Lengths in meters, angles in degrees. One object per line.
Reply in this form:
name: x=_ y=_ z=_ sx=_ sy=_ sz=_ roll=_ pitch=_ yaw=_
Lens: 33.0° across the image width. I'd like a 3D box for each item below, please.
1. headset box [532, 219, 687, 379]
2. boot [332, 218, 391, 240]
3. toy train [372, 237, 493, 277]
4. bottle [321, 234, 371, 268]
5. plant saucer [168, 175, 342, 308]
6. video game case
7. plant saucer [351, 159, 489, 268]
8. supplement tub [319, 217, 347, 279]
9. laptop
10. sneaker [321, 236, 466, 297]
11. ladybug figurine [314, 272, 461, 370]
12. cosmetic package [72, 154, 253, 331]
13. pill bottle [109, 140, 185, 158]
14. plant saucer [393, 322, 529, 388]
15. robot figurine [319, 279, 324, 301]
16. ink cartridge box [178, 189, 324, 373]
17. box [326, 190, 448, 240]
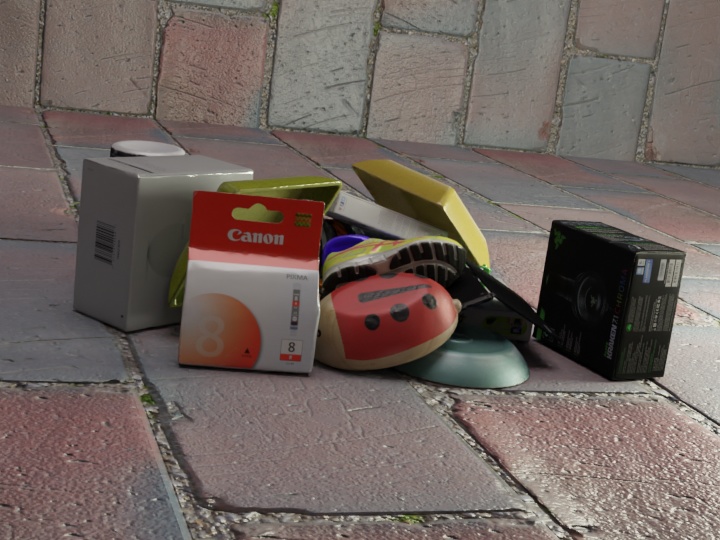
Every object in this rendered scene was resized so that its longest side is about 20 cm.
headset box: x=0.332 y=0.034 z=1.660 sx=0.092 sy=0.176 sz=0.200 roll=1 pitch=15 yaw=-28
boot: x=0.061 y=-0.039 z=2.032 sx=0.167 sy=0.077 sz=0.200 roll=-4 pitch=24 yaw=-29
toy train: x=0.101 y=-0.011 z=1.787 sx=0.198 sy=0.042 sz=0.056 roll=14 pitch=-9 yaw=25
bottle: x=0.000 y=0.000 z=1.745 sx=0.083 sy=0.066 sz=0.200 roll=-2 pitch=-12 yaw=9
plant saucer: x=-0.143 y=-0.049 z=1.547 sx=0.199 sy=0.201 sz=0.048 roll=-10 pitch=52 yaw=-49
video game case: x=0.140 y=0.048 z=1.780 sx=0.179 sy=0.046 sz=0.200 roll=6 pitch=13 yaw=-9
plant saucer: x=0.104 y=-0.090 z=1.850 sx=0.199 sy=0.049 sz=0.200 roll=29 pitch=-15 yaw=40
supplement tub: x=-0.121 y=-0.027 z=1.782 sx=0.199 sy=0.124 sz=0.122 roll=-1 pitch=15 yaw=-35
laptop: x=0.141 y=0.056 z=1.642 sx=0.198 sy=0.104 sz=0.177 roll=-20 pitch=21 yaw=-5
sneaker: x=0.040 y=-0.015 z=1.602 sx=0.198 sy=0.079 sz=0.090 roll=-8 pitch=29 yaw=-8
ladybug figurine: x=0.027 y=0.055 z=1.502 sx=0.198 sy=0.072 sz=0.136 roll=-14 pitch=42 yaw=-5
cosmetic package: x=-0.258 y=-0.042 z=1.596 sx=0.122 sy=0.201 sz=0.199 roll=18 pitch=17 yaw=39
pill bottle: x=-0.305 y=-0.075 z=1.710 sx=0.105 sy=0.202 sz=0.106 roll=7 pitch=15 yaw=-2
plant saucer: x=0.122 y=0.101 z=1.566 sx=0.198 sy=0.036 sz=0.200 roll=6 pitch=13 yaw=-1
robot figurine: x=-0.075 y=0.052 z=1.610 sx=0.144 sy=0.059 sz=0.199 roll=20 pitch=18 yaw=39
ink cartridge box: x=-0.125 y=0.016 z=1.422 sx=0.161 sy=0.202 sz=0.050 roll=5 pitch=15 yaw=-10
box: x=0.012 y=-0.079 z=1.792 sx=0.199 sy=0.037 sz=0.144 roll=21 pitch=-2 yaw=-31
